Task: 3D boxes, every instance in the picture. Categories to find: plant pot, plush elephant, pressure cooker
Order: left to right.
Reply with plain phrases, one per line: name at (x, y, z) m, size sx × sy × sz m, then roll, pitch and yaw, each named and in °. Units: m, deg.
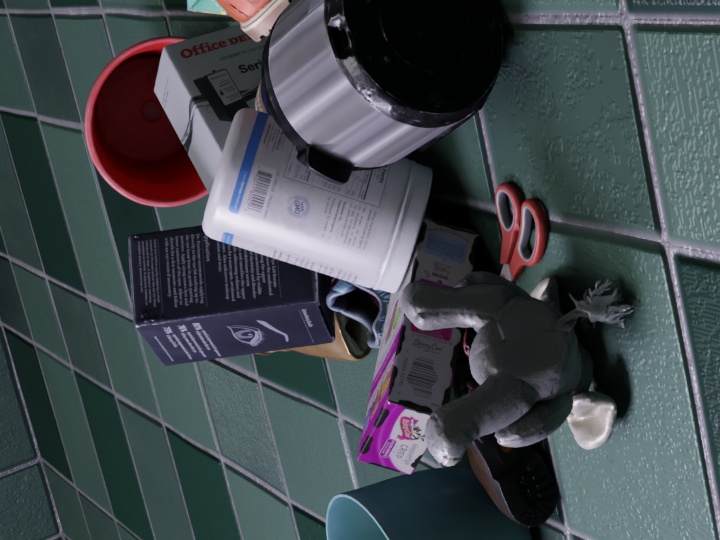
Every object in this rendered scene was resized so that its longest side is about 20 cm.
plant pot at (-0.245, -0.187, 2.061) m, size 0.177 × 0.198 × 0.203 m, roll -148°, pitch 42°, yaw -71°
pressure cooker at (0.009, -0.184, 1.486) m, size 0.200 × 0.175 × 0.180 m, roll -28°, pitch 89°, yaw 57°
plant pot at (0.081, 0.293, 1.737) m, size 0.201 × 0.160 × 0.202 m, roll 47°, pitch 149°, yaw 41°
plush elephant at (0.142, 0.085, 1.471) m, size 0.155 × 0.198 × 0.166 m, roll 66°, pitch -175°, yaw -62°

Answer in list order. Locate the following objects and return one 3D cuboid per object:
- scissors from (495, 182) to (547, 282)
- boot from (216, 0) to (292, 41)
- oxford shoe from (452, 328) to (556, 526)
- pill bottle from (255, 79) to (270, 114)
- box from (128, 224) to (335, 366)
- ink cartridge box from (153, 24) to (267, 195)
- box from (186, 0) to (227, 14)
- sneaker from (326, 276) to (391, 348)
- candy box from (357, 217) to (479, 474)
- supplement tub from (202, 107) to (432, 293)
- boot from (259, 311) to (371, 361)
scissors at (0.139, 0.006, 1.568) m, size 0.073 × 0.014 × 0.202 m, roll 47°, pitch 146°, yaw 38°
boot at (-0.070, -0.313, 1.569) m, size 0.107 × 0.200 × 0.075 m, roll 40°, pitch -157°, yaw -19°
oxford shoe at (0.122, 0.149, 1.649) m, size 0.084 × 0.072 × 0.202 m, roll 5°, pitch 112°, yaw 69°
pill bottle at (-0.042, -0.181, 1.690) m, size 0.117 × 0.115 × 0.200 m, roll 62°, pitch 155°, yaw 18°
box at (-0.134, 0.021, 1.810) m, size 0.148 × 0.197 × 0.106 m, roll 75°, pitch -173°, yaw -70°
ink cartridge box at (-0.116, -0.161, 1.831) m, size 0.201 × 0.145 × 0.083 m, roll 59°, pitch 153°, yaw 21°
box at (-0.131, -0.358, 1.703) m, size 0.201 × 0.048 × 0.118 m, roll -70°, pitch -16°, yaw -50°
sneaker at (0.000, 0.000, 1.766) m, size 0.201 × 0.095 × 0.080 m, roll 53°, pitch 150°, yaw 34°
candy box at (0.055, 0.073, 1.615) m, size 0.137 × 0.060 × 0.202 m, roll 114°, pitch 170°, yaw -59°
supplement tub at (-0.042, -0.067, 1.634) m, size 0.132 × 0.198 × 0.133 m, roll -163°, pitch 90°, yaw -86°
boot at (-0.076, 0.018, 1.957) m, size 0.199 × 0.066 × 0.177 m, roll -5°, pitch 109°, yaw 53°
